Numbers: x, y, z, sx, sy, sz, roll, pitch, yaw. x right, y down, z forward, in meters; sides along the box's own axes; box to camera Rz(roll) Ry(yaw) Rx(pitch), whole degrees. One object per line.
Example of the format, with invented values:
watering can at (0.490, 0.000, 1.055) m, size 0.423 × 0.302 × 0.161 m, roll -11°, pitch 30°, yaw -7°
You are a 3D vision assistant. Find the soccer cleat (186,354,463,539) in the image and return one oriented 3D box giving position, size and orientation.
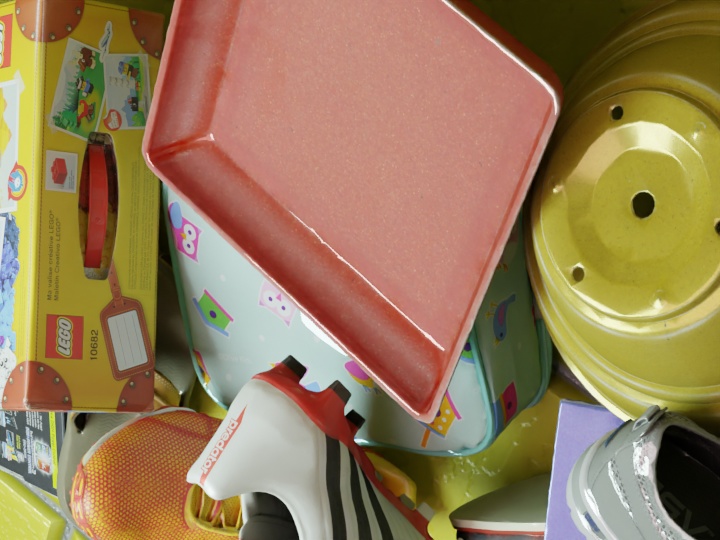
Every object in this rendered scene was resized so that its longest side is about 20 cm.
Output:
soccer cleat at (-0.011, 0.126, 1.019) m, size 0.069 × 0.085 × 0.200 m, roll 26°, pitch 157°, yaw 46°

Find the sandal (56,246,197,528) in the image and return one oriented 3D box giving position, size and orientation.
sandal at (-0.133, 0.072, 1.190) m, size 0.080 × 0.054 × 0.200 m, roll 12°, pitch 118°, yaw 0°

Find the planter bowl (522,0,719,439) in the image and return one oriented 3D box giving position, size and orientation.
planter bowl at (0.131, -0.024, 0.869) m, size 0.200 × 0.083 × 0.201 m, roll -2°, pitch 86°, yaw 36°

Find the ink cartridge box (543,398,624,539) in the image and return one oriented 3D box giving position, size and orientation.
ink cartridge box at (0.171, 0.168, 0.935) m, size 0.199 × 0.047 × 0.198 m, roll 7°, pitch 100°, yaw 11°

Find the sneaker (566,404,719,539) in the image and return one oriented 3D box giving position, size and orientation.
sneaker at (0.170, 0.131, 0.855) m, size 0.200 × 0.075 × 0.082 m, roll 36°, pitch 154°, yaw 8°

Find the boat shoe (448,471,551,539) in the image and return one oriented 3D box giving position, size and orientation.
boat shoe at (0.131, 0.130, 1.017) m, size 0.200 × 0.071 × 0.063 m, roll -6°, pitch 107°, yaw 36°

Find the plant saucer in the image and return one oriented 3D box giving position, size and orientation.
plant saucer at (-0.003, -0.065, 0.927) m, size 0.200 × 0.037 × 0.200 m, roll 43°, pitch 139°, yaw 23°

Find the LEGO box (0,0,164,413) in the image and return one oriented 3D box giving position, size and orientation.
LEGO box at (-0.173, -0.027, 1.095) m, size 0.149 × 0.077 × 0.201 m, roll -5°, pitch 82°, yaw 49°

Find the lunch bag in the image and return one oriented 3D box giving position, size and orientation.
lunch bag at (0.000, 0.000, 1.048) m, size 0.200 × 0.077 × 0.161 m, roll 7°, pitch 115°, yaw 37°

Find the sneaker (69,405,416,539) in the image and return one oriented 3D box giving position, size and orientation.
sneaker at (-0.054, 0.107, 1.075) m, size 0.077 × 0.200 × 0.073 m, roll 7°, pitch 95°, yaw 49°

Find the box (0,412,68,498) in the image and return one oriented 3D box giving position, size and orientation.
box at (-0.220, 0.019, 1.263) m, size 0.160 × 0.044 × 0.200 m, roll 20°, pitch 124°, yaw 30°
